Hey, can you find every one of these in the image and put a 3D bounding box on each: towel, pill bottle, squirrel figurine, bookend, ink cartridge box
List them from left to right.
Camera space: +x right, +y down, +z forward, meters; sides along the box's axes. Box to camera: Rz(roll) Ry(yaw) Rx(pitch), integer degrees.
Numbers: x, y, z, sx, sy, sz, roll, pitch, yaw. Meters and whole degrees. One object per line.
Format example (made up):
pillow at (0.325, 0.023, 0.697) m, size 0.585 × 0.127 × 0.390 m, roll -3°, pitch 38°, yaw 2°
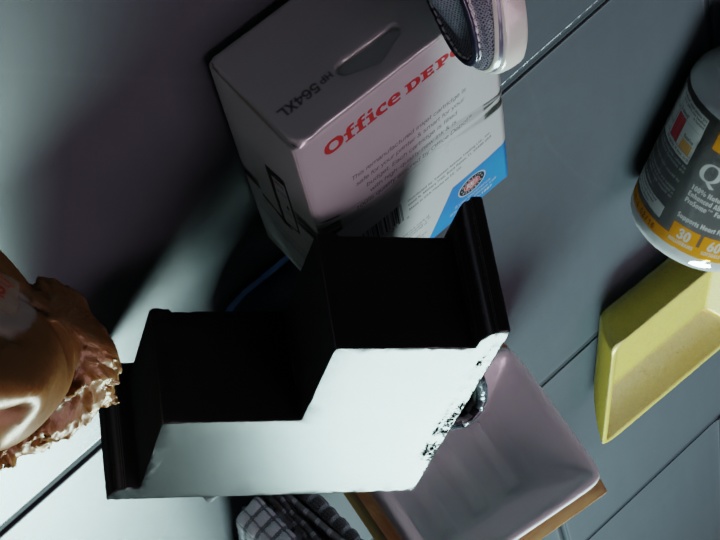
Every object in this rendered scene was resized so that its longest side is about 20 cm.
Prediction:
squirrel figurine at (-0.227, 0.076, 0.942) m, size 0.187 × 0.142 × 0.200 m, roll -47°, pitch 153°, yaw 18°
bookend at (-0.042, 0.048, 1.090) m, size 0.198 × 0.093 × 0.199 m, roll 0°, pitch 148°, yaw -17°
towel at (-0.021, 0.257, 1.475) m, size 0.085 × 0.165 × 0.201 m, roll -38°, pitch 154°, yaw -22°
ink cartridge box at (0.006, -0.087, 1.103) m, size 0.146 × 0.084 × 0.200 m, roll -39°, pitch 154°, yaw -13°
pill bottle at (0.300, -0.106, 1.481) m, size 0.116 × 0.116 × 0.201 m, roll -23°, pitch 146°, yaw -39°

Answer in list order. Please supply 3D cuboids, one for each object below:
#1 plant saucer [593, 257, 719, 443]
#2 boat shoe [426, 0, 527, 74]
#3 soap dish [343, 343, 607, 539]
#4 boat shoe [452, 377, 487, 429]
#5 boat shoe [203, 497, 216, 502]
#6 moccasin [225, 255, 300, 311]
plant saucer at (0.290, 0.049, 1.771) m, size 0.200 × 0.048 × 0.200 m, roll -37°, pitch 154°, yaw -17°
boat shoe at (0.013, -0.176, 0.940) m, size 0.092 × 0.075 × 0.201 m, roll -30°, pitch 115°, yaw -18°
soap dish at (0.083, 0.169, 1.527) m, size 0.199 × 0.158 × 0.081 m, roll -29°, pitch 167°, yaw -32°
boat shoe at (0.035, 0.056, 1.348) m, size 0.071 × 0.091 × 0.200 m, roll -47°, pitch 154°, yaw 4°
boat shoe at (-0.029, 0.097, 1.261) m, size 0.198 × 0.068 × 0.074 m, roll -25°, pitch 174°, yaw 5°
moccasin at (0.000, 0.000, 1.234) m, size 0.200 × 0.068 × 0.080 m, roll -43°, pitch 161°, yaw 0°
